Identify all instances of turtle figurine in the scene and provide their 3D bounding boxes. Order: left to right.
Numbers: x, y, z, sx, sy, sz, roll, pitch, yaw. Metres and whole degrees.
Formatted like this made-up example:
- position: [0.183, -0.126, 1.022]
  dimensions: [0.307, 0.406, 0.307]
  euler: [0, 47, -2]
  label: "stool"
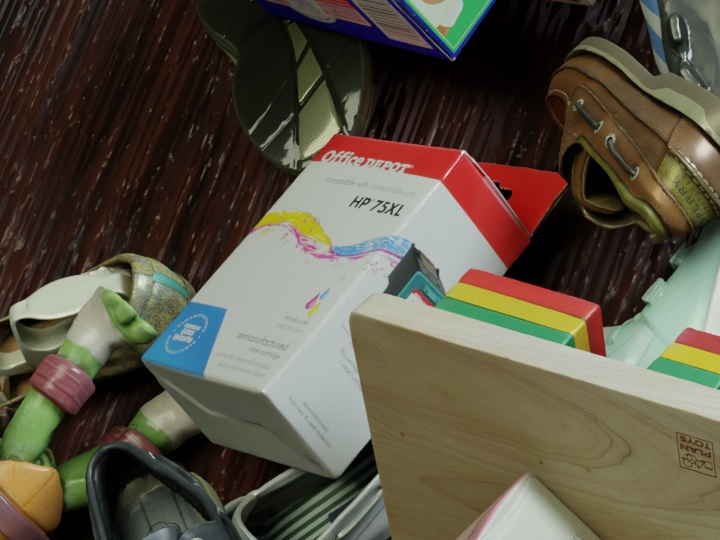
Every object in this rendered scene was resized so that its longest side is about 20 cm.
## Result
- position: [-0.159, 0.110, 1.445]
  dimensions: [0.144, 0.200, 0.194]
  euler: [42, 81, 16]
  label: "turtle figurine"

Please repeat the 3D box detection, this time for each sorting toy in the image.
- position: [0.108, 0.103, 1.278]
  dimensions: [0.200, 0.199, 0.070]
  euler: [16, 42, 34]
  label: "sorting toy"

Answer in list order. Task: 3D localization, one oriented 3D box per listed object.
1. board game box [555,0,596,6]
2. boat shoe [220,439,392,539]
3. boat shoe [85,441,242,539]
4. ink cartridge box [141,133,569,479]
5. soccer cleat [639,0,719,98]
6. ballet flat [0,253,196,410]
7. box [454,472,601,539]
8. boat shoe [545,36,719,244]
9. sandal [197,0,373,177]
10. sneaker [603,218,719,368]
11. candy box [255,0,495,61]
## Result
- position: [0.077, -0.210, 1.536]
  dimensions: [0.200, 0.035, 0.126]
  euler: [16, 73, 51]
  label: "board game box"
- position: [-0.049, 0.135, 1.419]
  dimensions: [0.200, 0.067, 0.074]
  euler: [-38, 51, 6]
  label: "boat shoe"
- position: [-0.087, 0.140, 1.334]
  dimensions: [0.074, 0.066, 0.200]
  euler: [-37, 32, 10]
  label: "boat shoe"
- position: [0.000, 0.000, 1.428]
  dimensions: [0.200, 0.067, 0.116]
  euler: [-50, 31, -19]
  label: "ink cartridge box"
- position: [0.161, -0.152, 1.432]
  dimensions: [0.070, 0.086, 0.201]
  euler: [-11, 70, 6]
  label: "soccer cleat"
- position: [-0.182, 0.045, 1.551]
  dimensions: [0.200, 0.071, 0.071]
  euler: [-25, 53, 17]
  label: "ballet flat"
- position: [0.029, 0.199, 1.206]
  dimensions: [0.109, 0.128, 0.200]
  euler: [45, 107, 2]
  label: "box"
- position: [0.122, -0.060, 1.382]
  dimensions: [0.068, 0.072, 0.200]
  euler: [-44, 16, -5]
  label: "boat shoe"
- position: [-0.032, -0.114, 1.565]
  dimensions: [0.080, 0.057, 0.201]
  euler: [-35, 36, 8]
  label: "sandal"
- position: [0.133, 0.019, 1.370]
  dimensions: [0.118, 0.074, 0.201]
  euler: [12, 72, 29]
  label: "sneaker"
- position: [0.033, -0.218, 1.489]
  dimensions: [0.169, 0.077, 0.200]
  euler: [20, 73, 52]
  label: "candy box"
